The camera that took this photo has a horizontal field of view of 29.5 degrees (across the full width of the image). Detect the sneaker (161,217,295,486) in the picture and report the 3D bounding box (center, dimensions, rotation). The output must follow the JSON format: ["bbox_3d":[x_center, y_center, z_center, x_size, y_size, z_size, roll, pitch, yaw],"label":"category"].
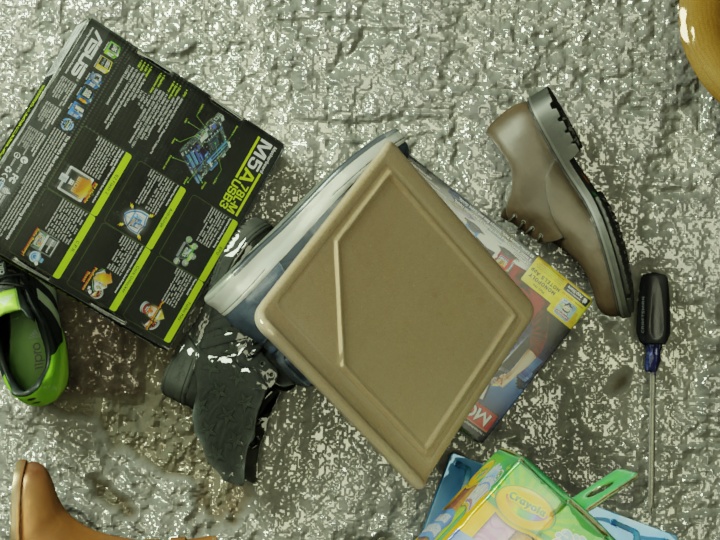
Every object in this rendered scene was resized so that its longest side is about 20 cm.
[{"bbox_3d":[-0.090,0.066,1.117,0.104,0.060,0.200,28,92,14],"label":"sneaker"}]

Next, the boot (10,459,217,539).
[{"bbox_3d":[-0.191,0.232,1.101,0.155,0.074,0.200,-14,97,-1],"label":"boot"}]

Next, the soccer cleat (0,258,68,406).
[{"bbox_3d":[-0.282,0.012,1.113,0.067,0.081,0.200,-16,85,-2],"label":"soccer cleat"}]

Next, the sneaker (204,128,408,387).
[{"bbox_3d":[-0.001,0.001,1.064,0.146,0.077,0.202,44,78,-4],"label":"sneaker"}]

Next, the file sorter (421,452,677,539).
[{"bbox_3d":[0.145,0.245,1.077,0.200,0.123,0.139,20,84,2],"label":"file sorter"}]

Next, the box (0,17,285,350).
[{"bbox_3d":[-0.190,-0.068,1.100,0.193,0.048,0.200,32,80,-23],"label":"box"}]

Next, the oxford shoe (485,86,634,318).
[{"bbox_3d":[0.166,-0.045,1.138,0.084,0.073,0.200,-27,83,14],"label":"oxford shoe"}]

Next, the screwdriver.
[{"bbox_3d":[0.239,0.101,1.139,0.029,0.028,0.200,4,85,30],"label":"screwdriver"}]

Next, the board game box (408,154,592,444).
[{"bbox_3d":[0.049,0.041,1.125,0.200,0.062,0.200,39,87,3],"label":"board game box"}]

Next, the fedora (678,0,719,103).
[{"bbox_3d":[0.353,-0.201,1.136,0.200,0.082,0.201,-1,76,3],"label":"fedora"}]

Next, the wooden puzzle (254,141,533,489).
[{"bbox_3d":[0.028,0.032,1.016,0.185,0.037,0.200,48,56,-19],"label":"wooden puzzle"}]

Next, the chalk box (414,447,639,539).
[{"bbox_3d":[0.112,0.206,0.957,0.124,0.124,0.200,42,85,3],"label":"chalk box"}]
